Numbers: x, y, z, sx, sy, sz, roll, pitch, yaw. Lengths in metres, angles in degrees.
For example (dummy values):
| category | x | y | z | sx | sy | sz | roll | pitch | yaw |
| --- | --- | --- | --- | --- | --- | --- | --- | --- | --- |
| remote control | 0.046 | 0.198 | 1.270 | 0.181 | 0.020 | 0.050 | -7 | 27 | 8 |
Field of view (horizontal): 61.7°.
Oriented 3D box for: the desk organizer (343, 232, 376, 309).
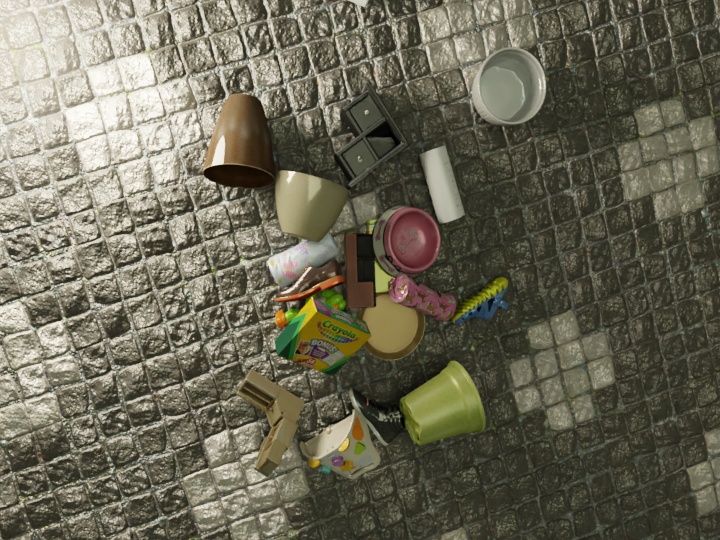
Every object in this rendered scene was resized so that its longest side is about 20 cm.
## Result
| category | x | y | z | sx | sy | sz | roll | pitch | yaw |
| --- | --- | --- | --- | --- | --- | --- | --- | --- | --- |
| desk organizer | 0.000 | 0.000 | 1.637 | 0.075 | 0.072 | 0.207 | -2 | 89 | 7 |

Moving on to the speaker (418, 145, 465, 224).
| category | x | y | z | sx | sy | sz | roll | pitch | yaw |
| --- | --- | --- | --- | --- | --- | --- | --- | --- | --- |
| speaker | 0.226 | -0.238 | 1.669 | 0.079 | 0.081 | 0.205 | -19 | 97 | -7 |

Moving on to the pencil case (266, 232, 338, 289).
| category | x | y | z | sx | sy | sz | roll | pitch | yaw |
| --- | --- | --- | --- | --- | --- | --- | --- | --- | --- |
| pencil case | -0.154 | -0.035 | 1.624 | 0.197 | 0.083 | 0.092 | -32 | 96 | -5 |

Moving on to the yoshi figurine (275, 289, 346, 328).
| category | x | y | z | sx | sy | sz | roll | pitch | yaw |
| --- | --- | --- | --- | --- | --- | --- | --- | --- | --- |
| yoshi figurine | -0.128 | 0.114 | 1.648 | 0.196 | 0.113 | 0.114 | -25 | 57 | 8 |

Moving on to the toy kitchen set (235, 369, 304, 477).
| category | x | y | z | sx | sy | sz | roll | pitch | yaw |
| --- | --- | --- | --- | --- | --- | --- | --- | --- | --- |
| toy kitchen set | -0.281 | 0.423 | 1.605 | 0.178 | 0.202 | 0.164 | 33 | 131 | -9 |

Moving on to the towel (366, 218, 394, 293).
| category | x | y | z | sx | sy | sz | roll | pitch | yaw |
| --- | --- | --- | --- | --- | --- | --- | --- | --- | --- |
| towel | 0.066 | -0.043 | 1.678 | 0.083 | 0.018 | 0.206 | -5 | 88 | -2 |

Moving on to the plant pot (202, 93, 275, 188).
| category | x | y | z | sx | sy | sz | roll | pitch | yaw |
| --- | --- | --- | --- | --- | --- | --- | --- | --- | --- |
| plant pot | -0.305 | -0.337 | 1.547 | 0.181 | 0.187 | 0.206 | 3 | 80 | -8 |

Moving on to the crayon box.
| category | x | y | z | sx | sy | sz | roll | pitch | yaw |
| --- | --- | --- | --- | --- | --- | --- | --- | --- | --- |
| crayon box | -0.098 | 0.179 | 1.587 | 0.198 | 0.059 | 0.173 | 26 | 118 | -37 |

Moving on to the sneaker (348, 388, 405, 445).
| category | x | y | z | sx | sy | sz | roll | pitch | yaw |
| --- | --- | --- | --- | --- | --- | --- | --- | --- | --- |
| sneaker | 0.053 | 0.387 | 1.681 | 0.098 | 0.071 | 0.202 | -34 | 105 | 12 |

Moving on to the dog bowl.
| category | x | y | z | sx | sy | sz | roll | pitch | yaw |
| --- | --- | --- | --- | --- | --- | --- | --- | --- | --- |
| dog bowl | 0.133 | -0.080 | 1.643 | 0.195 | 0.073 | 0.207 | 1 | 88 | -24 |

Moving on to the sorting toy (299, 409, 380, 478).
| category | x | y | z | sx | sy | sz | roll | pitch | yaw |
| --- | --- | --- | --- | --- | --- | --- | --- | --- | --- |
| sorting toy | -0.038 | 0.509 | 1.659 | 0.198 | 0.108 | 0.180 | -33 | 124 | 17 |

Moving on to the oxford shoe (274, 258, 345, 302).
| category | x | y | z | sx | sy | sz | roll | pitch | yaw |
| --- | --- | --- | --- | --- | --- | --- | --- | --- | --- |
| oxford shoe | -0.140 | 0.031 | 1.591 | 0.195 | 0.071 | 0.074 | -20 | 84 | 5 |

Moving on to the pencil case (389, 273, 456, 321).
| category | x | y | z | sx | sy | sz | roll | pitch | yaw |
| --- | --- | --- | --- | --- | --- | --- | --- | --- | --- |
| pencil case | 0.171 | 0.075 | 1.651 | 0.197 | 0.086 | 0.085 | 22 | 75 | -33 |

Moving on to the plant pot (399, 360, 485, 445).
| category | x | y | z | sx | sy | sz | roll | pitch | yaw |
| --- | --- | --- | --- | --- | --- | --- | --- | --- | --- |
| plant pot | 0.210 | 0.377 | 1.637 | 0.180 | 0.200 | 0.206 | -20 | 97 | -14 |

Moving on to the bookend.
| category | x | y | z | sx | sy | sz | roll | pitch | yaw |
| --- | --- | --- | --- | --- | --- | --- | --- | --- | --- |
| bookend | -0.006 | -0.360 | 1.619 | 0.197 | 0.092 | 0.202 | -35 | 97 | -4 |

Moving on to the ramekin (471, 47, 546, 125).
| category | x | y | z | sx | sy | sz | roll | pitch | yaw |
| --- | --- | --- | --- | --- | --- | --- | --- | --- | --- |
| ramekin | 0.400 | -0.499 | 1.664 | 0.194 | 0.105 | 0.207 | -1 | 94 | -9 |

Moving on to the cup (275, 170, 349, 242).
| category | x | y | z | sx | sy | sz | roll | pitch | yaw |
| --- | --- | --- | --- | --- | --- | --- | --- | --- | --- |
| cup | -0.138 | -0.157 | 1.554 | 0.195 | 0.200 | 0.147 | 14 | 88 | -9 |

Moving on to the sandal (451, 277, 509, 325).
| category | x | y | z | sx | sy | sz | roll | pitch | yaw |
| --- | --- | --- | --- | --- | --- | --- | --- | --- | --- |
| sandal | 0.349 | 0.105 | 1.715 | 0.197 | 0.079 | 0.089 | -30 | 102 | -4 |

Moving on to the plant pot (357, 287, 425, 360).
| category | x | y | z | sx | sy | sz | roll | pitch | yaw |
| --- | --- | --- | --- | --- | --- | --- | --- | --- | --- |
| plant pot | 0.085 | 0.149 | 1.701 | 0.194 | 0.027 | 0.207 | -1 | 95 | -8 |
